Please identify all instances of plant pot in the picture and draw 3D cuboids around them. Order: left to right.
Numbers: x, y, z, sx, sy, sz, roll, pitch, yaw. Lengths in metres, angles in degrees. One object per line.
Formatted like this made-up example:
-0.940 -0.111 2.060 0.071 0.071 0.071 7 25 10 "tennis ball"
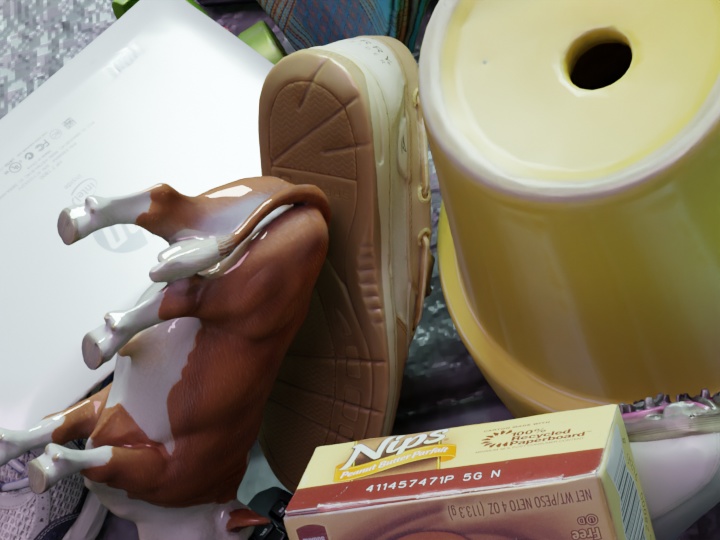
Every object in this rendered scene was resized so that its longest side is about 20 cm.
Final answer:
0.112 -0.039 1.103 0.200 0.189 0.201 -9 61 18 "plant pot"

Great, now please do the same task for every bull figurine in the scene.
-0.076 0.047 1.125 0.065 0.121 0.200 46 128 39 "bull figurine"

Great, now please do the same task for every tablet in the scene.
-0.112 -0.027 1.204 0.130 0.014 0.200 38 69 26 "tablet"

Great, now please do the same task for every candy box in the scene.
0.058 0.153 1.025 0.115 0.200 0.055 -9 22 19 "candy box"

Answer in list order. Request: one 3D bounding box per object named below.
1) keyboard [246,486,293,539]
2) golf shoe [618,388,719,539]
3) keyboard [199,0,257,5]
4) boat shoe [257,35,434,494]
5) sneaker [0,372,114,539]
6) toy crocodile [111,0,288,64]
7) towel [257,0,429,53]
-0.069 0.181 1.152 0.104 0.040 0.200 32 80 33 "keyboard"
0.084 0.110 1.071 0.200 0.073 0.092 -39 62 46 "golf shoe"
0.016 -0.176 1.305 0.200 0.040 0.104 -2 82 26 "keyboard"
0.000 0.000 1.159 0.074 0.200 0.069 19 30 29 "boat shoe"
-0.138 0.046 1.225 0.077 0.085 0.200 14 70 28 "sneaker"
-0.050 -0.054 1.255 0.067 0.062 0.200 -31 57 5 "toy crocodile"
-0.039 -0.159 1.234 0.022 0.147 0.200 -29 68 -21 "towel"
